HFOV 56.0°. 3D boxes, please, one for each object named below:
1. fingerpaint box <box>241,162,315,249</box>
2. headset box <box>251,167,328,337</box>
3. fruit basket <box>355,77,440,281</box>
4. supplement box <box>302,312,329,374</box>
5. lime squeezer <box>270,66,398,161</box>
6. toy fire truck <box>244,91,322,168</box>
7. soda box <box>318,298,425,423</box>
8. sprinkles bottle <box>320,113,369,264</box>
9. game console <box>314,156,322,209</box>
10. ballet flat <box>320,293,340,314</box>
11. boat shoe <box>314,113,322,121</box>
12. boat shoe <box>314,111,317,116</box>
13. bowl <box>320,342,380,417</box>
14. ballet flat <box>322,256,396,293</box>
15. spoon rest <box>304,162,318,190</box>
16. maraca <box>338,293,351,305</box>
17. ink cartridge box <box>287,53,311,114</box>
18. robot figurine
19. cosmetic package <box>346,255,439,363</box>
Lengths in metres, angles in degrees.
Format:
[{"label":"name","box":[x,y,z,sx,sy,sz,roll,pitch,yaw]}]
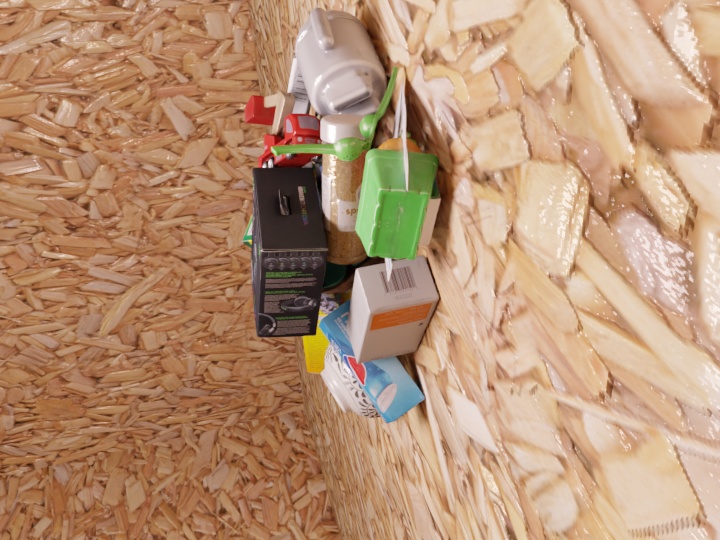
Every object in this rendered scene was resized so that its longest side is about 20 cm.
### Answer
[{"label":"fingerpaint box","box":[-0.121,-0.105,1.321,0.167,0.073,0.200,40,-123,-43]},{"label":"headset box","box":[-0.109,-0.031,0.990,0.200,0.093,0.174,102,162,-47]},{"label":"fruit basket","box":[0.050,-0.117,0.864,0.200,0.094,0.185,-82,1,-48]},{"label":"supplement box","box":[-0.052,0.104,1.395,0.109,0.109,0.200,-57,-33,-57]},{"label":"lime squeezer","box":[-0.009,-0.176,0.839,0.071,0.200,0.038,44,162,27]},{"label":"toy fire truck","box":[-0.119,-0.217,1.029,0.200,0.049,0.141,-14,77,60]},{"label":"soda box","box":[0.016,0.148,1.106,0.200,0.068,0.064,54,165,8]},{"label":"sprinkles bottle","box":[-0.020,-0.111,0.933,0.068,0.068,0.200,-121,28,-61]},{"label":"game console","box":[-0.033,-0.109,1.138,0.171,0.118,0.200,10,116,35]},{"label":"ballet flat","box":[-0.108,-0.007,1.150,0.200,0.072,0.072,60,166,9]},{"label":"boat shoe","box":[-0.047,-0.229,1.084,0.072,0.066,0.201,46,-160,-9]},{"label":"boat shoe","box":[-0.046,-0.298,1.194,0.069,0.071,0.200,-115,27,-62]},{"label":"bowl","box":[-0.012,0.199,1.248,0.201,0.094,0.201,55,168,18]},{"label":"ballet flat","box":[0.000,0.000,1.042,0.200,0.067,0.068,-26,43,44]},{"label":"spoon rest","box":[-0.105,-0.140,1.191,0.200,0.061,0.099,-102,6,-50]},{"label":"maraca","box":[-0.037,0.023,1.218,0.200,0.107,0.137,34,165,15]},{"label":"ink cartridge box","box":[-0.106,-0.290,1.177,0.200,0.041,0.200,-91,13,-60]},{"label":"robot figurine","box":[-0.030,-0.295,0.981,0.170,0.113,0.200,62,-172,-57]},{"label":"cosmetic package","box":[0.041,0.062,0.989,0.200,0.101,0.071,99,157,-63]}]
